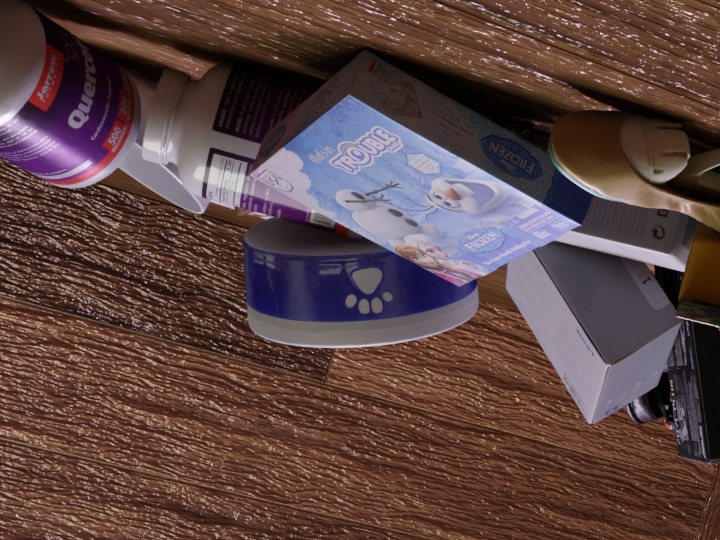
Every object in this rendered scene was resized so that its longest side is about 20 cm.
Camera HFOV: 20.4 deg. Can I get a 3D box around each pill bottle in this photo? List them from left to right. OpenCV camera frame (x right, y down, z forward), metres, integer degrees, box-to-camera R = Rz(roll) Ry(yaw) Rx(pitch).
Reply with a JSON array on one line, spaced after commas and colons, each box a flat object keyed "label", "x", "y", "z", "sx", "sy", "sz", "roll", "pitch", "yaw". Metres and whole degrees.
[{"label": "pill bottle", "x": -0.268, "y": -0.146, "z": 1.576, "sx": 0.112, "sy": 0.113, "sz": 0.200, "roll": 13, "pitch": 171, "yaw": 30}, {"label": "pill bottle", "x": -0.073, "y": -0.102, "z": 1.638, "sx": 0.199, "sy": 0.113, "sz": 0.112, "roll": 16, "pitch": 177, "yaw": 1}]

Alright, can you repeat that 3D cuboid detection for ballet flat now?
[{"label": "ballet flat", "x": 0.214, "y": -0.075, "z": 1.356, "sx": 0.199, "sy": 0.069, "sz": 0.063, "roll": 14, "pitch": 150, "yaw": -38}]

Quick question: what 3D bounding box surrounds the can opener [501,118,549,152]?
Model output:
[{"label": "can opener", "x": 0.055, "y": -0.091, "z": 1.534, "sx": 0.199, "sy": 0.067, "sz": 0.053, "roll": 11, "pitch": -149, "yaw": 27}]

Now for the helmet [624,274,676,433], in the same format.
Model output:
[{"label": "helmet", "x": 0.348, "y": 0.066, "z": 1.887, "sx": 0.199, "sy": 0.191, "sz": 0.201, "roll": 24, "pitch": 142, "yaw": 20}]

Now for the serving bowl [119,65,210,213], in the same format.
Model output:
[{"label": "serving bowl", "x": -0.208, "y": -0.138, "z": 1.853, "sx": 0.200, "sy": 0.066, "sz": 0.200, "roll": 35, "pitch": 171, "yaw": 6}]

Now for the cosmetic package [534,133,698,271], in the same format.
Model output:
[{"label": "cosmetic package", "x": 0.169, "y": -0.060, "z": 1.589, "sx": 0.199, "sy": 0.072, "sz": 0.101, "roll": 14, "pitch": 177, "yaw": 20}]

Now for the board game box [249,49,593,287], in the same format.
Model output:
[{"label": "board game box", "x": 0.042, "y": -0.069, "z": 1.490, "sx": 0.198, "sy": 0.044, "sz": 0.200, "roll": 28, "pitch": 157, "yaw": -15}]

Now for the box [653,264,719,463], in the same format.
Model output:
[{"label": "box", "x": 0.308, "y": 0.057, "z": 1.683, "sx": 0.086, "sy": 0.201, "sz": 0.164, "roll": -7, "pitch": 176, "yaw": 0}]

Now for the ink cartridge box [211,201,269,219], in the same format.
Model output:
[{"label": "ink cartridge box", "x": -0.053, "y": -0.088, "z": 2.069, "sx": 0.145, "sy": 0.085, "sz": 0.199, "roll": 17, "pitch": 176, "yaw": -38}]

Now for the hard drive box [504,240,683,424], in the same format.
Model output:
[{"label": "hard drive box", "x": 0.197, "y": 0.029, "z": 1.733, "sx": 0.156, "sy": 0.077, "sz": 0.200, "roll": 59, "pitch": 173, "yaw": 16}]

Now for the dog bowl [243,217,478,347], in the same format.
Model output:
[{"label": "dog bowl", "x": 0.000, "y": 0.000, "z": 1.704, "sx": 0.199, "sy": 0.079, "sz": 0.200, "roll": -4, "pitch": -166, "yaw": 1}]

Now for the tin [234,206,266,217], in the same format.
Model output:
[{"label": "tin", "x": -0.019, "y": -0.080, "z": 1.765, "sx": 0.199, "sy": 0.042, "sz": 0.112, "roll": -11, "pitch": -179, "yaw": 19}]

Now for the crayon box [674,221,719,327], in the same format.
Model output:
[{"label": "crayon box", "x": 0.304, "y": -0.005, "z": 1.460, "sx": 0.125, "sy": 0.052, "sz": 0.200, "roll": 15, "pitch": -159, "yaw": 9}]
